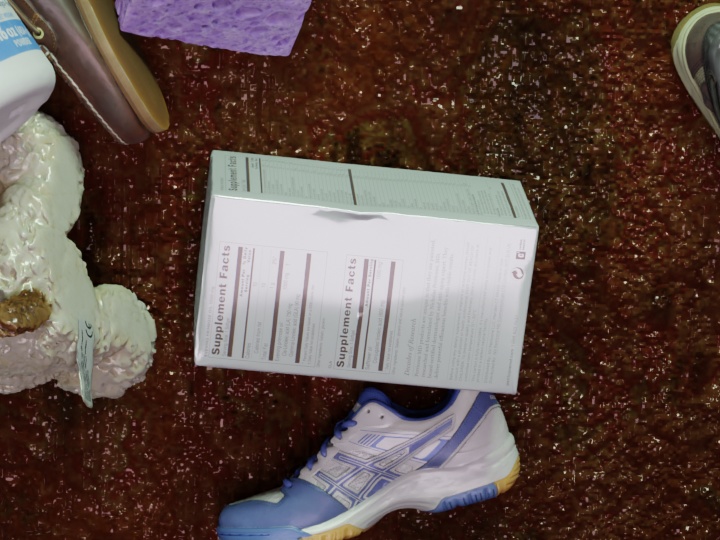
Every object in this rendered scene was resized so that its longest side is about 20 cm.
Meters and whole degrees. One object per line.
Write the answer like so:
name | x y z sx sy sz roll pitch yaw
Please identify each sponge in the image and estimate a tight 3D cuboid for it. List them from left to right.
sponge | -0.065 -0.216 1.663 0.111 0.030 0.200 7 131 -20

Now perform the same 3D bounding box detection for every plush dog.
plush dog | -0.245 0.022 1.731 0.171 0.161 0.201 -14 110 26

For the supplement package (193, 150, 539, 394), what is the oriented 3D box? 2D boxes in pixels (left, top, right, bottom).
supplement package | 0.000 0.000 1.743 0.199 0.114 0.110 6 106 -4

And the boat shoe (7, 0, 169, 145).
boat shoe | -0.189 -0.160 1.708 0.070 0.070 0.201 -28 100 10

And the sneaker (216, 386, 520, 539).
sneaker | -0.002 0.121 1.811 0.199 0.075 0.089 -17 96 -5

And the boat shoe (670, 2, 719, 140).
boat shoe | 0.263 -0.075 1.760 0.072 0.066 0.201 -34 107 4

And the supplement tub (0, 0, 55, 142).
supplement tub | -0.281 -0.153 1.642 0.132 0.132 0.200 -35 88 7
